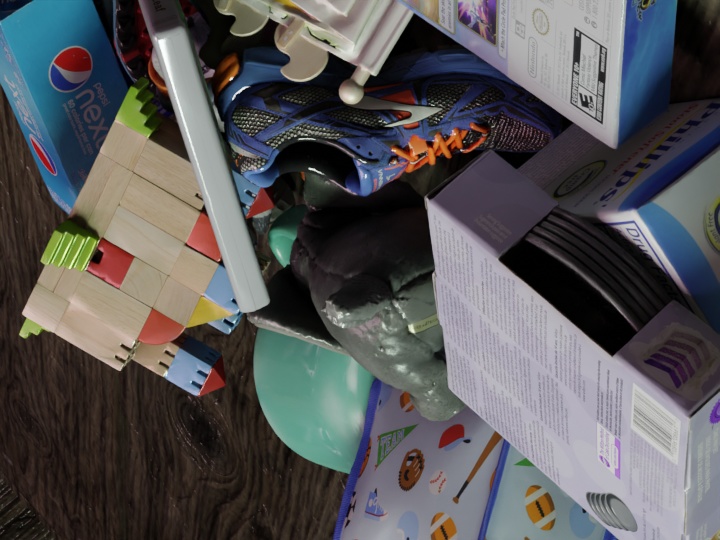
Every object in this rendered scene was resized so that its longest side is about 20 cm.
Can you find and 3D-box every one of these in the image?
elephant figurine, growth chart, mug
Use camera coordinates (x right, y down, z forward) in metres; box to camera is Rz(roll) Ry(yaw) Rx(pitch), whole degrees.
[{"bbox_3d":[0.000,0.000,1.546,0.200,0.141,0.156,27,152,45],"label":"elephant figurine"},{"bbox_3d":[-0.038,-0.198,1.424,0.200,0.145,0.018,43,-169,16],"label":"growth chart"},{"bbox_3d":[0.010,0.058,1.719,0.184,0.153,0.114,25,172,-34],"label":"mug"}]

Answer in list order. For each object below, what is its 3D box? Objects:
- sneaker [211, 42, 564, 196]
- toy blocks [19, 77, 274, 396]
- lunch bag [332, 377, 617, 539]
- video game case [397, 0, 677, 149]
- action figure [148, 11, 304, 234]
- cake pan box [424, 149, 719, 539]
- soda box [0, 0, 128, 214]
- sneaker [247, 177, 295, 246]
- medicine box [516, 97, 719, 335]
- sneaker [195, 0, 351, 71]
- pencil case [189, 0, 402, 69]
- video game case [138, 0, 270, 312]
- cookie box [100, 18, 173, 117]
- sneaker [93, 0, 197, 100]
[{"bbox_3d":[0.016,-0.076,1.467,0.075,0.199,0.079,96,173,-63],"label":"sneaker"},{"bbox_3d":[-0.123,-0.007,1.688,0.136,0.201,0.100,29,-159,3],"label":"toy blocks"},{"bbox_3d":[0.067,0.177,1.596,0.123,0.201,0.170,23,168,-28],"label":"lunch bag"},{"bbox_3d":[0.076,-0.184,1.266,0.181,0.045,0.201,37,147,31],"label":"video game case"},{"bbox_3d":[-0.068,-0.095,1.703,0.193,0.105,0.200,44,-175,-47],"label":"action figure"},{"bbox_3d":[0.115,0.052,1.337,0.184,0.052,0.200,39,158,27],"label":"cake pan box"},{"bbox_3d":[-0.201,-0.123,1.787,0.064,0.068,0.201,40,157,43],"label":"soda box"},{"bbox_3d":[-0.110,-0.054,1.820,0.200,0.077,0.086,-54,-55,-70],"label":"sneaker"},{"bbox_3d":[0.175,0.014,1.365,0.183,0.103,0.200,55,160,-14],"label":"medicine box"},{"bbox_3d":[-0.067,-0.199,1.481,0.081,0.088,0.201,-10,95,58],"label":"sneaker"},{"bbox_3d":[-0.064,-0.166,1.589,0.200,0.085,0.092,48,118,8],"label":"pencil case"},{"bbox_3d":[-0.100,-0.105,1.506,0.182,0.022,0.201,-112,4,-51],"label":"video game case"},{"bbox_3d":[-0.200,-0.188,1.885,0.200,0.075,0.171,52,161,-5],"label":"cookie box"},{"bbox_3d":[-0.157,-0.212,1.771,0.095,0.079,0.201,39,152,59],"label":"sneaker"}]
